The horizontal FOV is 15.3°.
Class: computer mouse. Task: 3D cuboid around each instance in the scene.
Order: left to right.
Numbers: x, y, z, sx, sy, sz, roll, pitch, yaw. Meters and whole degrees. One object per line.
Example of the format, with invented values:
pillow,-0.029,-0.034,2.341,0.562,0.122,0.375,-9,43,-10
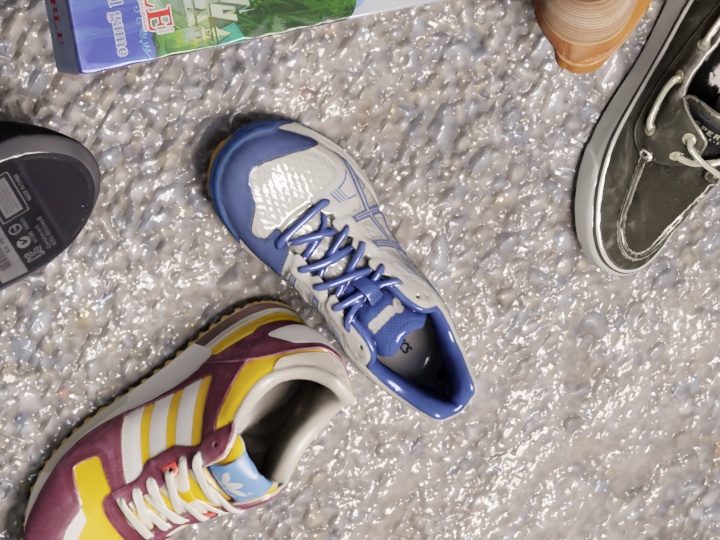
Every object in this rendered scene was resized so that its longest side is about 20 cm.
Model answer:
computer mouse,-0.223,-0.018,1.299,0.200,0.053,0.139,-28,138,-9

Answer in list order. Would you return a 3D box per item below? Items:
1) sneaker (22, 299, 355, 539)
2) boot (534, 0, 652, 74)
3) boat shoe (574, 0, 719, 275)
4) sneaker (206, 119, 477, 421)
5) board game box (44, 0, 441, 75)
sneaker,-0.093,0.102,1.404,0.200,0.090,0.075,-44,126,-1
boot,0.146,-0.195,1.359,0.077,0.155,0.200,19,82,7
boat shoe,0.180,-0.083,1.471,0.071,0.064,0.200,12,108,-31
sneaker,0.000,0.000,1.405,0.075,0.088,0.200,-44,124,0
board game box,-0.063,-0.208,1.265,0.199,0.041,0.200,-15,103,-21
